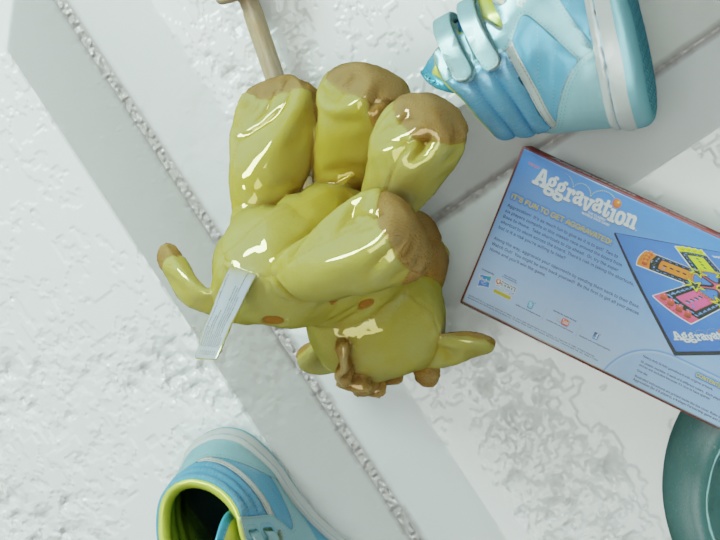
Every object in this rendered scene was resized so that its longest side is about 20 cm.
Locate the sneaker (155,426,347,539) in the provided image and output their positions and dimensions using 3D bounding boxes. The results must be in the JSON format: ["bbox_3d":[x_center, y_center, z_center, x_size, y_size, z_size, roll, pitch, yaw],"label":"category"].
[{"bbox_3d":[-0.051,0.193,1.575,0.200,0.131,0.080,45,107,3],"label":"sneaker"}]

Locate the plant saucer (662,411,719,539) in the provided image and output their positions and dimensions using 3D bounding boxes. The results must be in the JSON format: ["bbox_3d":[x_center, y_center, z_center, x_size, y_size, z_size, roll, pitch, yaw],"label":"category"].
[{"bbox_3d":[0.273,0.135,1.525,0.198,0.036,0.202,3,102,15],"label":"plant saucer"}]

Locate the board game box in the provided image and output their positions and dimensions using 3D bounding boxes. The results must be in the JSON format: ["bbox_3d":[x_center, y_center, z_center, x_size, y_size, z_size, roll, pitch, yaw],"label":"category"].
[{"bbox_3d":[0.165,0.014,1.520,0.199,0.019,0.104,26,103,18],"label":"board game box"}]

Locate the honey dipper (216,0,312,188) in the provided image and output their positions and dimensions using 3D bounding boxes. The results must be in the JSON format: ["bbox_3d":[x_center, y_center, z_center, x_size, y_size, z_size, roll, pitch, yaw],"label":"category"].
[{"bbox_3d":[-0.052,-0.115,1.568,0.038,0.038,0.201,-16,100,17],"label":"honey dipper"}]

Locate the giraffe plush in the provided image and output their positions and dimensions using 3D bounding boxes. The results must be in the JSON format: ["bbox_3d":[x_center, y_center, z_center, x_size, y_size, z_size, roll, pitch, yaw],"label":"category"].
[{"bbox_3d":[0.000,0.000,1.513,0.172,0.162,0.201,27,80,44],"label":"giraffe plush"}]

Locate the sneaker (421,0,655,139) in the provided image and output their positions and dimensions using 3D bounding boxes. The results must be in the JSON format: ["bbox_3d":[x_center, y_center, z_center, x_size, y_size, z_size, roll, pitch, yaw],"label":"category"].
[{"bbox_3d":[0.087,-0.168,1.487,0.130,0.080,0.202,-12,96,16],"label":"sneaker"}]
